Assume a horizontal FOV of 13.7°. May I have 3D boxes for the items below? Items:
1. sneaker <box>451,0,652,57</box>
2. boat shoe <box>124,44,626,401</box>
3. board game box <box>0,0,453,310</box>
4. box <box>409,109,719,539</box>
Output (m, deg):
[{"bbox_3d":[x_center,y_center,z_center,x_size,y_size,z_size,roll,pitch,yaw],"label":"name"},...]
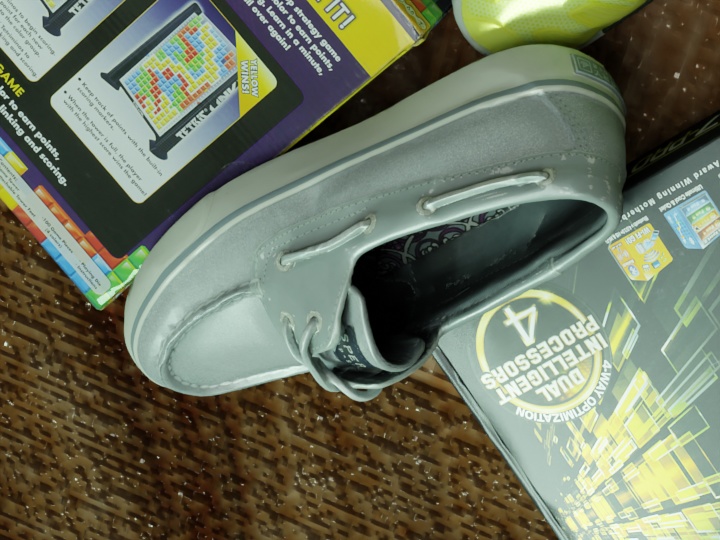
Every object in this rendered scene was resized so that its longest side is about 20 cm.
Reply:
[{"bbox_3d":[0.096,-0.131,0.919,0.075,0.076,0.200,46,121,-5],"label":"sneaker"},{"bbox_3d":[0.001,0.000,0.977,0.200,0.072,0.070,-30,134,28],"label":"boat shoe"},{"bbox_3d":[-0.091,-0.114,1.009,0.165,0.057,0.200,-38,96,27],"label":"board game box"},{"bbox_3d":[0.139,0.028,0.987,0.200,0.049,0.162,-30,100,29],"label":"box"}]
